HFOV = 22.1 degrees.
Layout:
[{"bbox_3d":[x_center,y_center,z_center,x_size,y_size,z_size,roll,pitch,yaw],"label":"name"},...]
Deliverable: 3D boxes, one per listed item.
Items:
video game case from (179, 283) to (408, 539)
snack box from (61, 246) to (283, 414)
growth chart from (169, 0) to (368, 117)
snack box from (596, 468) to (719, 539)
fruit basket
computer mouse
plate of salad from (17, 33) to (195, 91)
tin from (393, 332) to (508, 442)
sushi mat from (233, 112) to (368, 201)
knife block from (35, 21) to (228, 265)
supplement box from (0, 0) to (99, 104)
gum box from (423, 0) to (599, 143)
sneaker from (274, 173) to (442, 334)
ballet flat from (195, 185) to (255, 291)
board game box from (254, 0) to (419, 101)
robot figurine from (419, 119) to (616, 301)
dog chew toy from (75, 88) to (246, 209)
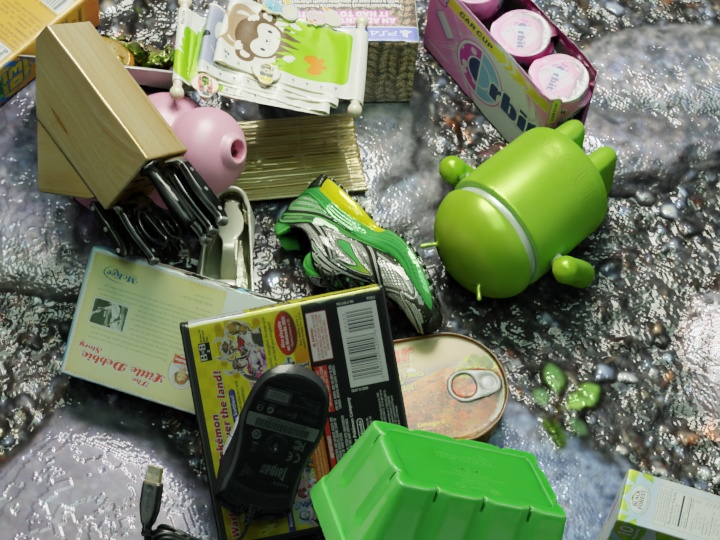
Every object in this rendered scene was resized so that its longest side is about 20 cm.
[{"bbox_3d":[-0.051,0.126,1.591,0.179,0.025,0.202,-11,96,-7],"label":"video game case"},{"bbox_3d":[-0.157,0.062,1.637,0.198,0.037,0.117,17,94,8],"label":"snack box"},{"bbox_3d":[-0.083,-0.203,1.719,0.198,0.018,0.146,6,54,-16],"label":"growth chart"},{"bbox_3d":[0.263,0.243,1.509,0.141,0.201,0.053,17,59,6],"label":"snack box"},{"bbox_3d":[0.056,0.250,1.534,0.213,0.218,0.156,-10,32,-10],"label":"fruit basket"},{"bbox_3d":[-0.111,0.163,1.551,0.139,0.202,0.046,11,14,-13],"label":"computer mouse"},{"bbox_3d":[-0.226,-0.202,1.755,0.198,0.200,0.049,6,94,-1],"label":"plate of salad"},{"bbox_3d":[0.035,0.119,1.662,0.198,0.042,0.113,-8,64,-8],"label":"tin"},{"bbox_3d":[-0.096,-0.108,1.803,0.197,0.012,0.097,-5,61,-7],"label":"sushi mat"},{"bbox_3d":[-0.197,-0.111,1.606,0.174,0.203,0.064,7,13,28],"label":"knife block"},{"bbox_3d":[-0.349,-0.221,1.822,0.069,0.067,0.200,40,65,15],"label":"supplement box"},{"bbox_3d":[0.149,-0.207,1.822,0.066,0.114,0.200,-30,66,-20],"label":"gum box"},{"bbox_3d":[0.000,0.000,1.716,0.085,0.078,0.200,-41,58,-16],"label":"sneaker"},{"bbox_3d":[-0.125,0.009,1.700,0.069,0.070,0.202,1,59,-3],"label":"ballet flat"},{"bbox_3d":[-0.029,-0.279,1.861,0.157,0.097,0.202,0,59,-4],"label":"board game box"},{"bbox_3d":[0.151,-0.055,1.729,0.200,0.116,0.175,-39,68,-23],"label":"robot figurine"},{"bbox_3d":[-0.188,-0.111,1.701,0.198,0.125,0.125,2,51,38],"label":"dog chew toy"}]
